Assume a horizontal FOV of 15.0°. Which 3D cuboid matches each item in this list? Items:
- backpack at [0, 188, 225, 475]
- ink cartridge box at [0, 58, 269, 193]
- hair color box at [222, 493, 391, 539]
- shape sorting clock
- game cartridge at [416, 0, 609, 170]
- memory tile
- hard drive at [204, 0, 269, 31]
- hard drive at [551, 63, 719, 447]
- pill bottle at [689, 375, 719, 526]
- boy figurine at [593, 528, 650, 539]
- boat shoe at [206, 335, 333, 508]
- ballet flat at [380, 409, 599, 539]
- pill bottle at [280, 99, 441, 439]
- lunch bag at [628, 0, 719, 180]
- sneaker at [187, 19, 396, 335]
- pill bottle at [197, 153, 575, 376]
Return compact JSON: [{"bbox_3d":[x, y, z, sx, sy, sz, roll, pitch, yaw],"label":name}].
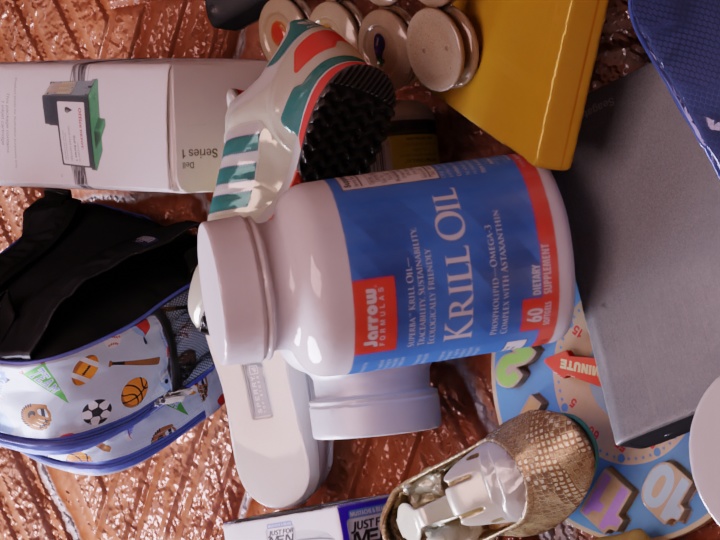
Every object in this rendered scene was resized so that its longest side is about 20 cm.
[{"bbox_3d":[-0.188,0.046,1.808,0.200,0.190,0.155,10,117,42],"label":"backpack"},{"bbox_3d":[-0.139,-0.096,1.779,0.200,0.146,0.085,3,96,42],"label":"ink cartridge box"},{"bbox_3d":[-0.016,0.250,1.752,0.109,0.065,0.201,-13,87,43],"label":"hair color box"},{"bbox_3d":[0.155,0.059,1.593,0.200,0.039,0.201,5,97,42],"label":"shape sorting clock"},{"bbox_3d":[0.093,-0.168,1.579,0.200,0.032,0.177,-137,56,-62],"label":"game cartridge"},{"bbox_3d":[-0.005,-0.186,1.641,0.200,0.017,0.154,10,111,50],"label":"memory tile"},{"bbox_3d":[-0.035,-0.251,1.728,0.200,0.033,0.140,-23,70,44],"label":"hard drive"},{"bbox_3d":[0.182,-0.018,1.526,0.139,0.033,0.201,-26,67,34],"label":"hard drive"},{"bbox_3d":[0.262,0.084,1.386,0.113,0.200,0.114,5,98,42],"label":"pill bottle"},{"bbox_3d":[0.113,0.218,1.616,0.124,0.064,0.200,42,134,-8],"label":"boy figurine"},{"bbox_3d":[-0.051,0.050,1.763,0.072,0.068,0.201,-13,92,20],"label":"boat shoe"},{"bbox_3d":[0.070,0.136,1.622,0.071,0.065,0.200,65,150,10],"label":"ballet flat"},{"bbox_3d":[0.000,0.000,1.682,0.112,0.112,0.201,-6,90,43],"label":"pill bottle"},{"bbox_3d":[0.244,-0.123,1.425,0.136,0.132,0.200,-27,91,40],"label":"lunch bag"},{"bbox_3d":[-0.053,-0.057,1.617,0.093,0.070,0.200,52,124,43],"label":"sneaker"},{"bbox_3d":[0.013,0.000,1.546,0.112,0.199,0.113,171,90,-79],"label":"pill bottle"}]
